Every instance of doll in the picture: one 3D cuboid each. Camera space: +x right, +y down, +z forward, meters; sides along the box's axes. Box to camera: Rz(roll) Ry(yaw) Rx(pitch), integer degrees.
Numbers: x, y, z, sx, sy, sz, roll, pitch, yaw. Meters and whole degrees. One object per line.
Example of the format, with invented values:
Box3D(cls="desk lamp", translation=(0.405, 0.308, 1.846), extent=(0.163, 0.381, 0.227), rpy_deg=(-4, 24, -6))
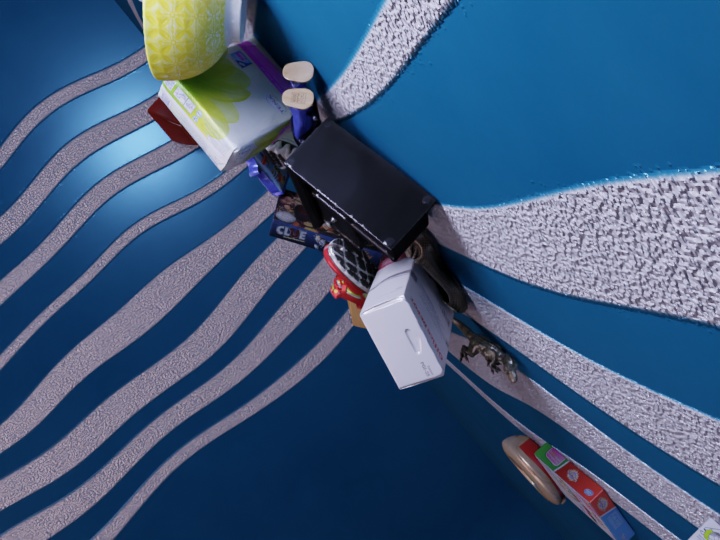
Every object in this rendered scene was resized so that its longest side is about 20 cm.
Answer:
Box3D(cls="doll", translation=(-0.078, -0.209, 0.960), extent=(0.200, 0.048, 0.139), rpy_deg=(78, -169, -73))

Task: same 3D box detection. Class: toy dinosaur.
Box3D(cls="toy dinosaur", translation=(0.212, 0.141, 1.182), extent=(0.199, 0.047, 0.089), rpy_deg=(36, 155, 35))

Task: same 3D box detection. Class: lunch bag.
Box3D(cls="lunch bag", translation=(-0.189, -0.236, 1.198), extent=(0.151, 0.093, 0.202), rpy_deg=(54, -156, -40))

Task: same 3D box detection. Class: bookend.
Box3D(cls="bookend", translation=(0.008, -0.082, 0.945), extent=(0.198, 0.092, 0.200), rpy_deg=(40, 169, 19))

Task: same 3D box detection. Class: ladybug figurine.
Box3D(cls="ladybug figurine", translation=(0.434, 0.482, 1.618), extent=(0.200, 0.072, 0.136), rpy_deg=(48, 174, 25))

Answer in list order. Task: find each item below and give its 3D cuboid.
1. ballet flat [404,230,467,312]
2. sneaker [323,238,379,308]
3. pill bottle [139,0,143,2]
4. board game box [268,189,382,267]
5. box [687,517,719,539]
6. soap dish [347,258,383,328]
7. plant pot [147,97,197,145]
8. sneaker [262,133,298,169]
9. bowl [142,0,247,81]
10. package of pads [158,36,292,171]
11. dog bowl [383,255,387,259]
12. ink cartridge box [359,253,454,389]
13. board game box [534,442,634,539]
Box3D(cls="ballet flat", translation=(0.121, 0.009, 1.058), extent=(0.067, 0.046, 0.201), rpy_deg=(45, 173, 46))
Box3D(cls="sneaker", translation=(-0.018, 0.019, 1.104), extent=(0.200, 0.084, 0.078), rpy_deg=(46, -149, -52))
Box3D(cls="pill bottle", translation=(-0.319, -0.483, 0.904), extent=(0.112, 0.112, 0.200), rpy_deg=(45, 173, 38))
Box3D(cls="board game box", translation=(-0.059, -0.079, 1.186), extent=(0.197, 0.035, 0.136), rpy_deg=(16, -152, -10))
Box3D(cls="box", translation=(0.436, 0.402, 0.861), extent=(0.035, 0.110, 0.201), rpy_deg=(43, 171, 43))
Box3D(cls="soap dish", translation=(0.000, 0.000, 1.309), extent=(0.201, 0.080, 0.159), rpy_deg=(-105, 5, -47))
Box3D(cls="plant pot", translation=(-0.721, -0.641, 2.744), extent=(0.175, 0.200, 0.200), rpy_deg=(32, 167, 32))
Box3D(cls="sneaker", translation=(-0.071, -0.196, 1.106), extent=(0.198, 0.082, 0.075), rpy_deg=(26, 164, 23))
Box3D(cls="bowl", translation=(-0.201, -0.340, 0.843), extent=(0.106, 0.203, 0.200), rpy_deg=(6, 178, -6))
Box3D(cls="package of pads", translation=(-0.182, -0.252, 0.998), extent=(0.155, 0.200, 0.068), rpy_deg=(50, 137, -2))
Box3D(cls="dog bowl", translation=(0.015, -0.025, 1.539), extent=(0.201, 0.074, 0.200), rpy_deg=(50, 175, 6))
Box3D(cls="ink cartridge box", translation=(0.080, 0.070, 1.066), extent=(0.148, 0.082, 0.200), rpy_deg=(62, -158, -16))
Box3D(cls="board game box", translation=(0.473, 0.473, 1.406), extent=(0.154, 0.040, 0.200), rpy_deg=(52, 174, -22))
